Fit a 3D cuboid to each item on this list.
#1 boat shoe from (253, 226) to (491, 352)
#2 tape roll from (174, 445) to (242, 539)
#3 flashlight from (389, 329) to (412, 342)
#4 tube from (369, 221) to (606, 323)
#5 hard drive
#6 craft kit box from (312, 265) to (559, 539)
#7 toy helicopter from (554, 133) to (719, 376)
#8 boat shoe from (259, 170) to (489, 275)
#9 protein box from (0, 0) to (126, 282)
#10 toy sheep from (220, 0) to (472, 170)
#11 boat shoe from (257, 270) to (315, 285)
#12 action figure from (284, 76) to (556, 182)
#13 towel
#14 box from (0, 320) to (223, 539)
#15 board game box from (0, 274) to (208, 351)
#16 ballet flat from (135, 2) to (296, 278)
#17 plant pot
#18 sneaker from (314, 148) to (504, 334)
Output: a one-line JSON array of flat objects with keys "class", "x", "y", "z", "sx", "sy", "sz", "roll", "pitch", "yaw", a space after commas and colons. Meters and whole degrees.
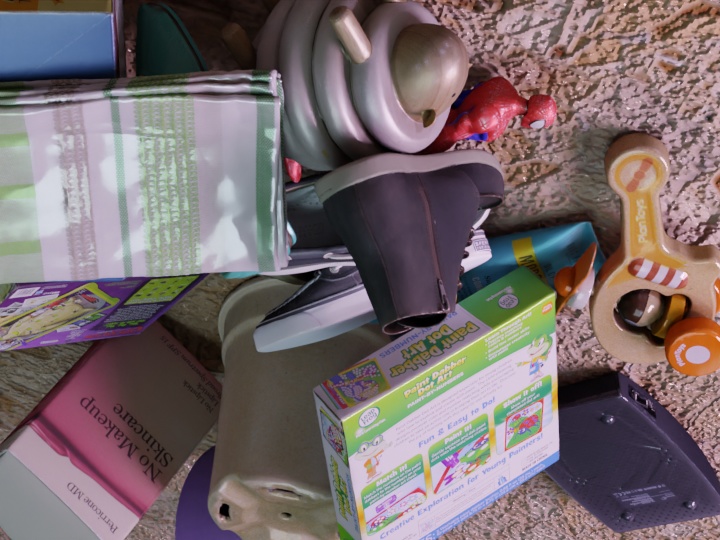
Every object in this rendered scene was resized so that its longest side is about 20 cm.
[{"class": "boat shoe", "x": 0.000, "y": 0.000, "z": 1.178, "sx": 0.199, "sy": 0.068, "sz": 0.072, "roll": -27, "pitch": 168, "yaw": 18}, {"class": "tape roll", "x": -0.082, "y": 0.257, "z": 1.469, "sx": 0.084, "sy": 0.201, "sz": 0.200, "roll": -12, "pitch": 137, "yaw": 31}, {"class": "flashlight", "x": 0.080, "y": 0.110, "z": 1.283, "sx": 0.067, "sy": 0.068, "sz": 0.201, "roll": -22, "pitch": 147, "yaw": -1}, {"class": "tube", "x": 0.095, "y": 0.002, "z": 1.208, "sx": 0.198, "sy": 0.051, "sz": 0.078, "roll": -10, "pitch": 145, "yaw": 21}, {"class": "hard drive", "x": 0.232, "y": 0.164, "z": 1.377, "sx": 0.134, "sy": 0.043, "sz": 0.200, "roll": -18, "pitch": 133, "yaw": 35}, {"class": "craft kit box", "x": 0.065, "y": 0.121, "z": 1.191, "sx": 0.049, "sy": 0.199, "sz": 0.199, "roll": 44, "pitch": 153, "yaw": 37}, {"class": "toy helicopter", "x": 0.199, "y": -0.012, "z": 1.133, "sx": 0.131, "sy": 0.079, "sz": 0.201, "roll": -4, "pitch": 127, "yaw": 12}, {"class": "boat shoe", "x": -0.004, "y": -0.039, "z": 1.118, "sx": 0.198, "sy": 0.076, "sz": 0.060, "roll": -16, "pitch": 164, "yaw": 8}, {"class": "protein box", "x": -0.252, "y": -0.111, "z": 1.003, "sx": 0.196, "sy": 0.135, "sz": 0.202, "roll": -1, "pitch": 127, "yaw": -7}, {"class": "toy sheep", "x": -0.015, "y": -0.128, "z": 0.998, "sx": 0.199, "sy": 0.139, "sz": 0.138, "roll": 3, "pitch": 146, "yaw": 39}, {"class": "boat shoe", "x": -0.117, "y": -0.041, "z": 1.197, "sx": 0.199, "sy": 0.072, "sz": 0.076, "roll": 36, "pitch": 150, "yaw": -29}, {"class": "action figure", "x": 0.043, "y": -0.098, "z": 1.071, "sx": 0.198, "sy": 0.066, "sz": 0.052, "roll": -9, "pitch": 117, "yaw": 29}, {"class": "towel", "x": -0.144, "y": -0.052, "z": 0.960, "sx": 0.198, "sy": 0.031, "sz": 0.150, "roll": -4, "pitch": 127, "yaw": -6}, {"class": "box", "x": -0.226, "y": 0.150, "z": 1.348, "sx": 0.128, "sy": 0.200, "sz": 0.109, "roll": 45, "pitch": 137, "yaw": -8}, {"class": "board game box", "x": -0.227, "y": 0.024, "z": 1.240, "sx": 0.199, "sy": 0.032, "sz": 0.120, "roll": -6, "pitch": 151, "yaw": -49}, {"class": "ballet flat", "x": -0.114, "y": -0.079, "z": 1.042, "sx": 0.067, "sy": 0.070, "sz": 0.201, "roll": 9, "pitch": 130, "yaw": 61}, {"class": "plant pot", "x": -0.045, "y": 0.135, "z": 1.307, "sx": 0.198, "sy": 0.185, "sz": 0.201, "roll": 8, "pitch": 144, "yaw": 6}, {"class": "sneaker", "x": 0.045, "y": -0.017, "z": 1.009, "sx": 0.074, "sy": 0.107, "sz": 0.199, "roll": -22, "pitch": 173, "yaw": 32}]
